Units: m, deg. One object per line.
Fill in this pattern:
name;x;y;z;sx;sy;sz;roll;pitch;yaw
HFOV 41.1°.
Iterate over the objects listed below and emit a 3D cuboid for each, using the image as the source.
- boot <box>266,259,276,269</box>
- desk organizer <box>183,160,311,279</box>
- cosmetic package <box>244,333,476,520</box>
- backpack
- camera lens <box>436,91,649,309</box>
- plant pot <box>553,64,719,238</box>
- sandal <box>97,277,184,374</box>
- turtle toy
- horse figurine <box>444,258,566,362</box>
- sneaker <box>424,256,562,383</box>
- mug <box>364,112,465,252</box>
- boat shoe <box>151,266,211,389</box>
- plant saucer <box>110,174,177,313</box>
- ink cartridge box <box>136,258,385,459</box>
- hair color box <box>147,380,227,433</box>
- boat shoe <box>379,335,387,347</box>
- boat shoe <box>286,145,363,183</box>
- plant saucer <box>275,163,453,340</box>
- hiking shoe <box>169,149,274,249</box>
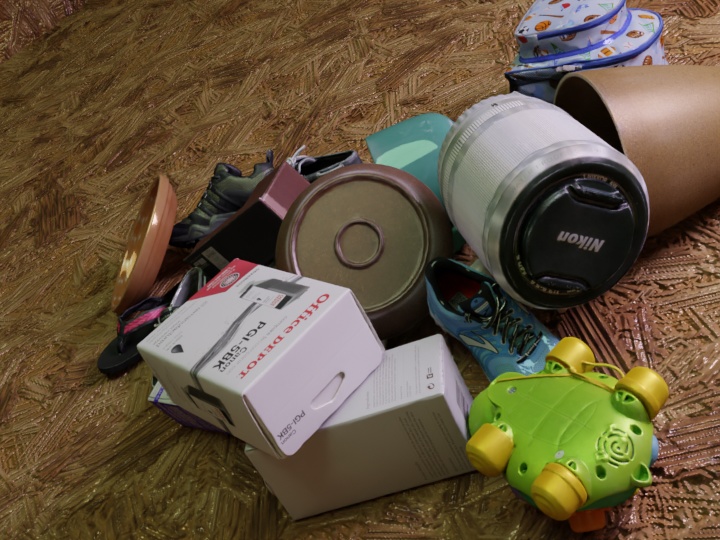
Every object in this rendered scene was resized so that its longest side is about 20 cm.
boot;-0.043;-0.047;1.226;0.197;0.070;0.175;-13;38;27
desk organizer;-0.138;-0.053;1.230;0.199;0.072;0.078;-31;25;47
cosmetic package;0.004;0.150;0.904;0.197;0.108;0.085;-17;35;16
backpack;0.288;-0.269;1.208;0.188;0.156;0.201;5;42;25
camera lens;0.169;-0.070;0.924;0.158;0.161;0.201;-29;30;0
plant pot;0.326;-0.138;0.996;0.197;0.189;0.187;-17;33;-7
sandal;-0.282;0.058;1.287;0.075;0.045;0.200;17;56;47
turtle toy;0.163;0.140;0.803;0.146;0.102;0.199;-42;35;-19
horse figurine;0.138;0.017;1.028;0.198;0.050;0.133;-28;40;6
sneaker;0.127;0.056;0.918;0.079;0.090;0.199;-48;56;-8
mug;0.089;-0.092;1.129;0.113;0.152;0.187;-22;74;3
boat shoe;-0.226;0.075;1.196;0.071;0.071;0.201;-23;31;22
plant saucer;-0.300;-0.034;1.347;0.201;0.037;0.202;-54;24;38
ink cartridge box;-0.097;0.075;0.911;0.147;0.084;0.199;-44;33;-26
hair color box;-0.136;0.119;1.053;0.198;0.065;0.110;0;55;44
boat shoe;0.000;0.000;1.078;0.059;0.072;0.204;-1;65;-4
boat shoe;-0.081;-0.134;1.366;0.197;0.069;0.074;-1;43;36
plant saucer;0.001;-0.025;1.029;0.197;0.035;0.204;-3;74;9
hiking shoe;-0.192;-0.096;1.353;0.197;0.076;0.102;-20;78;17
